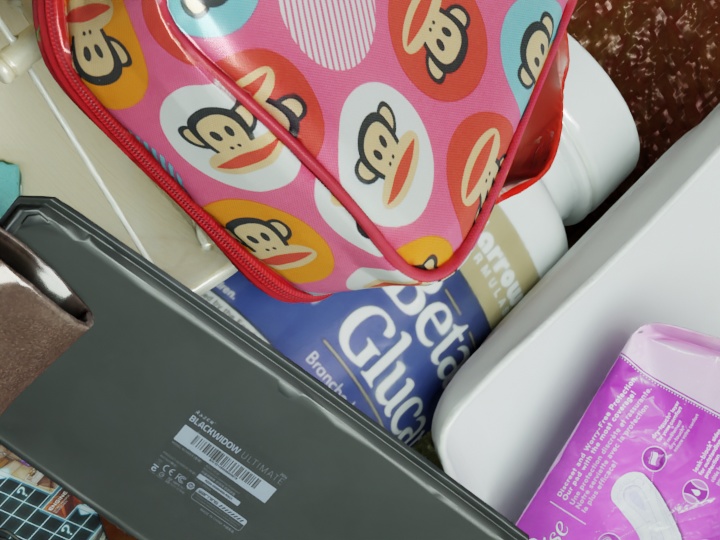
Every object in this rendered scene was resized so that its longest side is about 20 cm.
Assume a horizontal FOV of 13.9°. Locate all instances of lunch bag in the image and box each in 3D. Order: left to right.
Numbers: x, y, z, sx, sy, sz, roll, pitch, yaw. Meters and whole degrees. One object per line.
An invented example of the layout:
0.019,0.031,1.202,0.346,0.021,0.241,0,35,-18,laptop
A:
0.004,-0.094,0.914,0.176,0.082,0.200,46,53,-30,lunch bag

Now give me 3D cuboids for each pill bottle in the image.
0.000,0.000,1.003,0.200,0.111,0.111,-44,117,-19,pill bottle

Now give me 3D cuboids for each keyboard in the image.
-0.056,0.074,0.920,0.200,0.021,0.127,37,110,-11,keyboard

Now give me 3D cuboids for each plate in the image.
0.101,0.035,1.036,0.200,0.032,0.200,-46,147,-18,plate

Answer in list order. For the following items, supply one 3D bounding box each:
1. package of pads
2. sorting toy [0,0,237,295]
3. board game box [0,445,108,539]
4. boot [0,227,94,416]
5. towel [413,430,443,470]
0.131,0.100,1.034,0.121,0.076,0.200,-59,149,0,package of pads
-0.161,-0.046,0.913,0.180,0.107,0.200,-37,116,-13,sorting toy
-0.169,0.140,0.965,0.200,0.035,0.136,-27,110,-26,board game box
-0.200,0.017,0.864,0.200,0.072,0.166,35,104,-18,boot
0.110,0.051,1.123,0.200,0.036,0.148,-36,113,-21,towel
